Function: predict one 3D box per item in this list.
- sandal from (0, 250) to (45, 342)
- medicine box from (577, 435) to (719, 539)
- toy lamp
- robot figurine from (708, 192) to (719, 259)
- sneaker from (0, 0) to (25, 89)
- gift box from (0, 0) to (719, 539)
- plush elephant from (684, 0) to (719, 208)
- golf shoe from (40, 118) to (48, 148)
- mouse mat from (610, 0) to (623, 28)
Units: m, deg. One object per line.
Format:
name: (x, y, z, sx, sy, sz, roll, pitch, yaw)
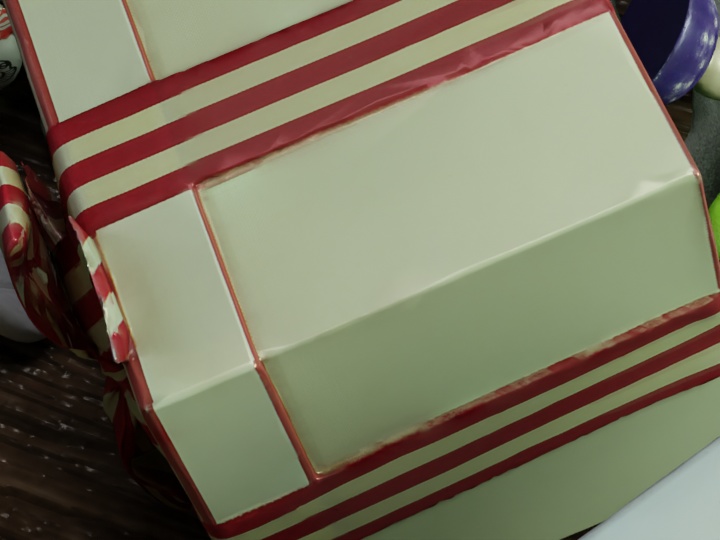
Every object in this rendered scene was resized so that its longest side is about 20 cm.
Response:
sandal: (-0.182, -0.052, 0.884, 0.207, 0.059, 0.079, 57, 25, 1)
medicine box: (0.132, 0.123, 0.554, 0.199, 0.103, 0.183, -36, 60, -1)
toy lamp: (0.183, -0.047, 0.905, 0.199, 0.058, 0.058, 25, 35, -22)
robot figurine: (0.192, 0.009, 0.797, 0.175, 0.116, 0.201, 39, 30, -22)
sneaker: (-0.119, -0.116, 0.919, 0.107, 0.201, 0.068, -26, 83, -24)
gift box: (0.000, 0.000, 0.750, 0.185, 0.185, 0.201, -22, 50, 1)
plush elephant: (0.159, -0.130, 0.984, 0.163, 0.202, 0.155, -15, 25, -11)
golf shoe: (-0.043, -0.088, 0.908, 0.199, 0.088, 0.078, -14, 55, 29)
mouse mat: (0.085, -0.052, 0.835, 0.007, 0.201, 0.161, -24, 32, 2)
